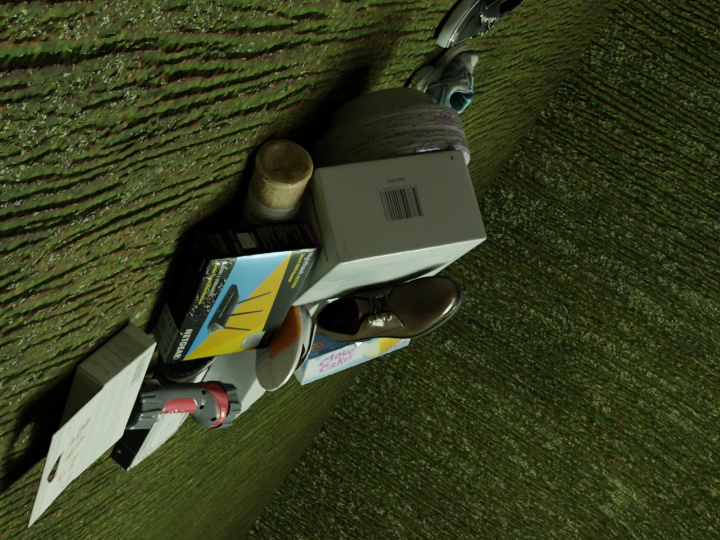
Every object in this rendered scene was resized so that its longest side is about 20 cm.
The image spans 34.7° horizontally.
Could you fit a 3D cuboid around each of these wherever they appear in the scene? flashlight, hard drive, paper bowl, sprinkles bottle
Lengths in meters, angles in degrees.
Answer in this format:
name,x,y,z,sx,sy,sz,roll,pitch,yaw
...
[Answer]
name,x,y,z,sx,sy,sz,roll,pitch,yaw
flashlight,-0.240,0.180,1.519,0.068,0.068,0.200,-51,156,19
hard drive,-0.270,0.182,1.646,0.200,0.038,0.140,-59,170,29
paper bowl,0.033,-0.163,1.482,0.200,0.105,0.201,-15,168,-3
sprinkles bottle,-0.110,-0.071,1.381,0.068,0.068,0.200,-47,169,-34

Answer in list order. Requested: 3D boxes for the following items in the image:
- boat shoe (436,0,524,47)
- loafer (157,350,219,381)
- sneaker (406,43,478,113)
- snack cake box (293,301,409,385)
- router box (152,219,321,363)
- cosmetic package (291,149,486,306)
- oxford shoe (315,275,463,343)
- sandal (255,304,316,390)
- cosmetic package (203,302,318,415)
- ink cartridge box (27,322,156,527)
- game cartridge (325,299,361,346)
name,x,y,z,sx,sy,sz,roll,pitch,yaw
boat shoe,0.184,-0.385,1.723,0.200,0.057,0.069,-47,170,-37
loafer,-0.188,0.072,1.512,0.200,0.073,0.071,-49,170,-23
sneaker,0.141,-0.285,1.795,0.200,0.086,0.078,-44,169,-45
snack cake box,-0.029,0.084,1.758,0.199,0.115,0.067,-19,147,-29
router box,-0.150,0.026,1.376,0.149,0.051,0.200,-8,145,-33
cosmetic package,0.017,-0.049,1.441,0.198,0.124,0.200,-10,169,-23
oxford shoe,0.034,0.053,1.464,0.199,0.073,0.084,-18,166,21
sandal,-0.090,0.071,1.515,0.079,0.059,0.207,-29,-138,30
cosmetic package,-0.148,0.111,1.647,0.200,0.074,0.102,-56,170,30
ink cartridge box,-0.321,0.176,1.315,0.176,0.045,0.200,-45,168,-45
game cartridge,0.000,0.000,1.620,0.133,0.200,0.040,-34,-145,-4
